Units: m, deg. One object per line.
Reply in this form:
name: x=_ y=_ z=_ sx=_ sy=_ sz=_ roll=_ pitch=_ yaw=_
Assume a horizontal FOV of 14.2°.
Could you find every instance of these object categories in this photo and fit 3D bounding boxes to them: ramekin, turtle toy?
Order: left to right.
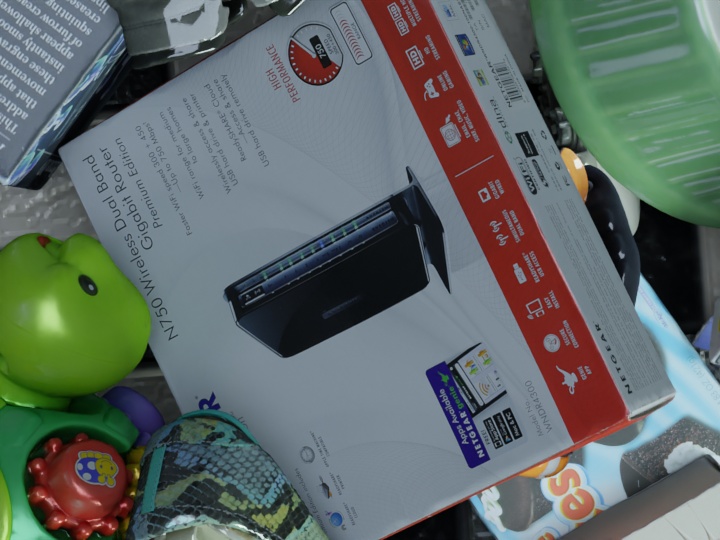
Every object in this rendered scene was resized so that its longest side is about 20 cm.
turtle toy: x=-0.120 y=0.084 z=1.139 sx=0.101 sy=0.146 sz=0.200 roll=-8 pitch=103 yaw=9
ramekin: x=0.175 y=-0.119 z=1.158 sx=0.200 sy=0.098 sz=0.200 roll=2 pitch=86 yaw=-29

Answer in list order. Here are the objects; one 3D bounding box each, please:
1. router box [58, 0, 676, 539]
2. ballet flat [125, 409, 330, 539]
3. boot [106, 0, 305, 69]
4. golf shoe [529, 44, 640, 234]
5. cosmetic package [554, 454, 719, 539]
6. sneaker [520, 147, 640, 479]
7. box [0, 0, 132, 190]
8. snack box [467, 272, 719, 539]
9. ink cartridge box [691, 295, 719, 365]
router box: x=0.000 y=0.000 z=1.129 sx=0.179 sy=0.049 sz=0.200 roll=-29 pitch=84 yaw=28
ballet flat: x=-0.024 y=0.143 z=1.108 sx=0.074 sy=0.074 sz=0.200 roll=-41 pitch=113 yaw=0
boot: x=-0.031 y=-0.172 z=1.067 sx=0.200 sy=0.068 sz=0.131 roll=-36 pitch=97 yaw=7
golf shoe: x=0.118 y=-0.105 z=1.210 sx=0.097 sy=0.078 sz=0.200 roll=-3 pitch=93 yaw=-7
cosmetic package: x=0.150 y=0.188 z=1.180 sx=0.103 sy=0.073 sz=0.200 roll=-30 pitch=95 yaw=2
sneaker: x=0.039 y=-0.019 z=1.178 sx=0.200 sy=0.078 sz=0.112 roll=42 pitch=113 yaw=16
box: x=-0.119 y=-0.141 z=1.164 sx=0.107 sy=0.148 sz=0.200 roll=37 pitch=90 yaw=-2
snack box: x=0.124 y=0.109 z=1.231 sx=0.116 sy=0.037 sz=0.200 roll=-36 pitch=92 yaw=1
ink cartridge box: x=0.246 y=0.033 z=1.153 sx=0.197 sy=0.200 sz=0.047 roll=16 pitch=62 yaw=-2
